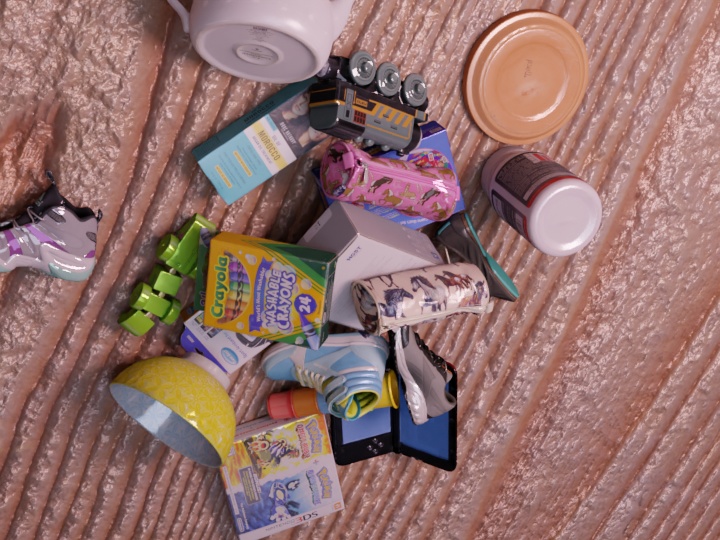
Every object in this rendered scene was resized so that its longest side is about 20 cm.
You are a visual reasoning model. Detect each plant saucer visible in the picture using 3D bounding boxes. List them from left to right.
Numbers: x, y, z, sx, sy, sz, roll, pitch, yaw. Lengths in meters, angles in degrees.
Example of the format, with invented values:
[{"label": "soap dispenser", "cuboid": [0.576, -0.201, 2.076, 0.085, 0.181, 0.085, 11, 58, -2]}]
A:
[{"label": "plant saucer", "cuboid": [0.247, -0.281, 1.685, 0.199, 0.032, 0.201, -8, 115, -17]}]

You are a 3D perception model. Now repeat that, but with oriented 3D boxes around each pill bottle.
[{"label": "pill bottle", "cuboid": [0.257, -0.108, 1.670, 0.115, 0.200, 0.116, -8, 116, -16]}]

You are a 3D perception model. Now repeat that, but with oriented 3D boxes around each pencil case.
[{"label": "pencil case", "cuboid": [0.042, -0.122, 1.589, 0.199, 0.087, 0.083, 11, 119, -34]}, {"label": "pencil case", "cuboid": [0.089, 0.041, 1.614, 0.199, 0.090, 0.078, -10, 149, -26]}]

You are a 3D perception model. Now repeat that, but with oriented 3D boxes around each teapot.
[{"label": "teapot", "cuboid": [-0.124, -0.340, 1.460, 0.200, 0.197, 0.147, 25, 66, -47]}]

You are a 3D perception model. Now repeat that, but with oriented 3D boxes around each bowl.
[{"label": "bowl", "cuboid": [-0.249, 0.183, 1.649, 0.200, 0.200, 0.108, 51, 61, -30]}]

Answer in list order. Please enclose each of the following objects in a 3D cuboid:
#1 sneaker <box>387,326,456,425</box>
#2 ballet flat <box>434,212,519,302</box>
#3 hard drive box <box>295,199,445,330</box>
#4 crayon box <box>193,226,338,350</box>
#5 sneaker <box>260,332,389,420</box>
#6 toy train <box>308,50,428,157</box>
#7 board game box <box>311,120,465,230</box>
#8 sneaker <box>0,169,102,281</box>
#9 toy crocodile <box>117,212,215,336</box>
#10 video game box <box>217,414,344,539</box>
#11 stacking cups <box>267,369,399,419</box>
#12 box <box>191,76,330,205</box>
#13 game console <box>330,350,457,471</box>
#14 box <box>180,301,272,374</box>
[{"label": "sneaker", "cuboid": [0.089, 0.135, 1.702, 0.079, 0.074, 0.201, -17, 120, 4]}, {"label": "ballet flat", "cuboid": [0.174, -0.012, 1.763, 0.068, 0.068, 0.200, -29, 127, 12]}, {"label": "hard drive box", "cuboid": [0.000, 0.000, 1.645, 0.200, 0.077, 0.156, 20, 122, -46]}, {"label": "crayon box", "cuboid": [-0.138, 0.023, 1.556, 0.199, 0.052, 0.126, 12, 109, 11]}, {"label": "sneaker", "cuboid": [-0.057, 0.164, 1.690, 0.199, 0.131, 0.080, -10, 141, 15]}, {"label": "toy train", "cuboid": [0.014, -0.226, 1.564, 0.200, 0.085, 0.115, 13, 83, -44]}, {"label": "board game box", "cuboid": [0.043, -0.118, 1.677, 0.199, 0.045, 0.135, -22, 119, -9]}, {"label": "sneaker", "cuboid": [-0.440, -0.068, 1.514, 0.199, 0.078, 0.140, 7, 110, -33]}, {"label": "toy crocodile", "cuboid": [-0.273, 0.008, 1.618, 0.067, 0.062, 0.200, 28, 97, -29]}, {"label": "video game box", "cuboid": [-0.130, 0.322, 1.818, 0.182, 0.047, 0.201, -19, 119, -14]}, {"label": "stacking cups", "cuboid": [-0.042, 0.196, 1.753, 0.199, 0.061, 0.061, -11, 120, 15]}, {"label": "box", "cuboid": [-0.127, -0.182, 1.584, 0.200, 0.049, 0.082, -35, 120, -2]}, {"label": "game console", "cuboid": [0.050, 0.228, 1.795, 0.172, 0.119, 0.201, -12, 117, -21]}, {"label": "box", "cuboid": [-0.170, 0.062, 1.688, 0.200, 0.042, 0.119, -36, 120, 2]}]
